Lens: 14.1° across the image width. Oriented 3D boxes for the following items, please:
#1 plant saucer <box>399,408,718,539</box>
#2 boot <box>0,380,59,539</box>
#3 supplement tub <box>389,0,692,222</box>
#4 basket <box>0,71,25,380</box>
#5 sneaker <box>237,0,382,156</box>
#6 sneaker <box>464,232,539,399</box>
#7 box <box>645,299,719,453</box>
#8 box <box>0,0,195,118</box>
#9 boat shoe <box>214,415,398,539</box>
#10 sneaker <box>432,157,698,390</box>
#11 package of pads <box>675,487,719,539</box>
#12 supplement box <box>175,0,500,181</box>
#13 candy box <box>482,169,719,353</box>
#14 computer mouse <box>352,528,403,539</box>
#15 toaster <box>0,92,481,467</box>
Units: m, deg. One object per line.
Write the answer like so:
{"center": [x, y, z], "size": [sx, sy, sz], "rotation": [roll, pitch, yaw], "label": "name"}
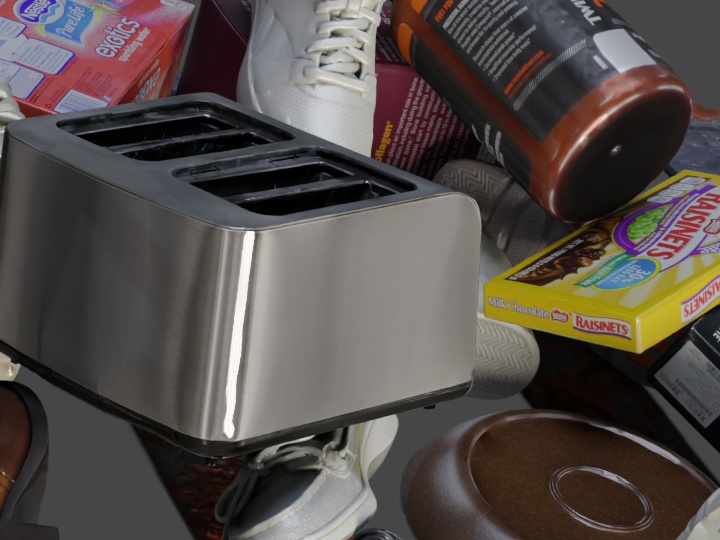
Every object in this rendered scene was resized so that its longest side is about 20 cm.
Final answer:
{"center": [0.119, 0.127, 1.494], "size": [0.200, 0.032, 0.200], "rotation": [14, 29, -8], "label": "plant saucer"}
{"center": [-0.239, 0.108, 1.301], "size": [0.200, 0.069, 0.188], "rotation": [3, 38, -13], "label": "boot"}
{"center": [0.088, -0.127, 1.639], "size": [0.107, 0.107, 0.200], "rotation": [-11, 51, -44], "label": "supplement tub"}
{"center": [-0.255, -0.021, 1.422], "size": [0.200, 0.136, 0.123], "rotation": [-4, 37, -36], "label": "basket"}
{"center": [-0.014, -0.142, 1.586], "size": [0.074, 0.116, 0.200], "rotation": [12, 49, -23], "label": "sneaker"}
{"center": [0.000, 0.000, 1.617], "size": [0.200, 0.074, 0.116], "rotation": [23, 24, -14], "label": "sneaker"}
{"center": [0.259, 0.067, 1.619], "size": [0.159, 0.046, 0.200], "rotation": [45, 32, 5], "label": "box"}
{"center": [-0.173, -0.091, 1.609], "size": [0.102, 0.095, 0.200], "rotation": [20, 27, 3], "label": "box"}
{"center": [-0.031, 0.092, 1.396], "size": [0.065, 0.074, 0.202], "rotation": [56, 22, -11], "label": "boat shoe"}
{"center": [0.136, -0.004, 1.712], "size": [0.200, 0.078, 0.112], "rotation": [37, 27, 11], "label": "sneaker"}
{"center": [0.262, 0.147, 1.441], "size": [0.200, 0.068, 0.155], "rotation": [-22, 69, -46], "label": "package of pads"}
{"center": [-0.004, -0.094, 1.736], "size": [0.200, 0.111, 0.086], "rotation": [3, 31, -27], "label": "supplement box"}
{"center": [0.166, -0.008, 1.600], "size": [0.102, 0.026, 0.200], "rotation": [15, 29, 35], "label": "candy box"}
{"center": [0.091, 0.170, 1.354], "size": [0.200, 0.044, 0.110], "rotation": [2, 55, -31], "label": "computer mouse"}
{"center": [-0.069, 0.001, 1.357], "size": [0.200, 0.119, 0.181], "rotation": [-12, 26, -44], "label": "toaster"}
